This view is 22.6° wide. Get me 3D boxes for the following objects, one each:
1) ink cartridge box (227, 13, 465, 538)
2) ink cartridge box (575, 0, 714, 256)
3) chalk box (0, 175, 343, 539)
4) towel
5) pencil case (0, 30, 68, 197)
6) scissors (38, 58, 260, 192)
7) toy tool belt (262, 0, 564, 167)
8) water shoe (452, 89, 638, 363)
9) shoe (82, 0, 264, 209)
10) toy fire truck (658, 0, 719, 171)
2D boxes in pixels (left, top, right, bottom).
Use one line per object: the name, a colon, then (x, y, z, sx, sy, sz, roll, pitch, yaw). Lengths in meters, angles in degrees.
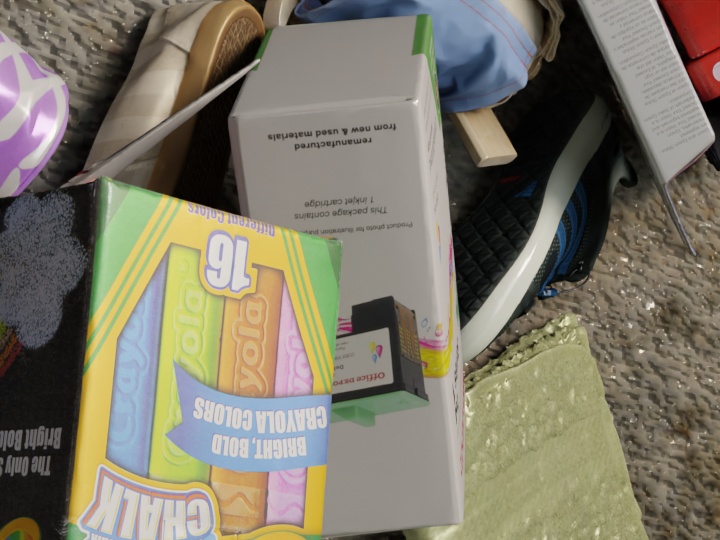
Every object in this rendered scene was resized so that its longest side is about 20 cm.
ink cartridge box: (0.000, 0.000, 0.824, 0.145, 0.083, 0.201, -80, 165, -68)
ink cartridge box: (0.146, -0.133, 0.990, 0.201, 0.043, 0.197, 61, 10, -20)
chalk box: (-0.095, 0.080, 0.689, 0.124, 0.124, 0.201, 14, 77, -42)
towel: (0.086, 0.120, 0.986, 0.200, 0.036, 0.149, -27, 100, -48)
pencil case: (-0.211, -0.099, 0.725, 0.200, 0.084, 0.086, 40, 93, -30)
scissors: (-0.126, -0.030, 0.752, 0.200, 0.014, 0.073, -41, 156, 6)
toy tool belt: (0.012, -0.136, 0.898, 0.199, 0.124, 0.124, 23, 63, -37)
water shoe: (0.101, -0.012, 0.998, 0.079, 0.071, 0.200, 50, 57, -29)
shoe: (-0.100, -0.036, 0.843, 0.070, 0.053, 0.201, 53, 52, -65)
toy fire truck: (0.221, -0.175, 1.056, 0.201, 0.128, 0.176, 61, 10, -4)
